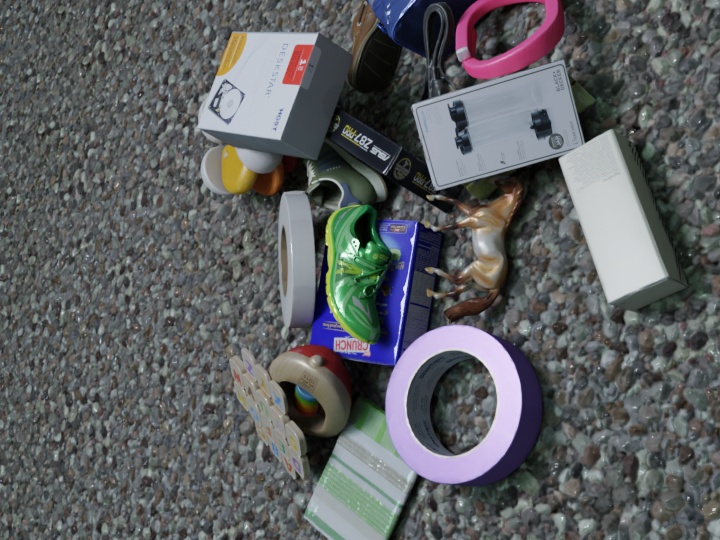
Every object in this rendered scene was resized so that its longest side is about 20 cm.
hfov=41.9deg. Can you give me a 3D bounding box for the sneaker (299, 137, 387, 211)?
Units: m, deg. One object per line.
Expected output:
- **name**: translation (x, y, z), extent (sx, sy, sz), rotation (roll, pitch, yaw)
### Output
- **sneaker**: translation (-0.054, -0.141, 1.431), extent (0.200, 0.090, 0.068), rotation (35, 148, 40)

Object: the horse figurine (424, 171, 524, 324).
- **horse figurine**: translation (0.151, -0.028, 1.245), extent (0.131, 0.050, 0.202), rotation (0, 85, 10)

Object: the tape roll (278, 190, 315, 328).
- **tape roll**: translation (-0.097, -0.015, 1.406), extent (0.203, 0.037, 0.205), rotation (178, 90, -80)

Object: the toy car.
- **toy car**: translation (-0.166, -0.216, 1.519), extent (0.174, 0.149, 0.202), rotation (-21, 70, 51)

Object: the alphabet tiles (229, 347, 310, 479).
- **alphabet tiles**: translation (-0.137, 0.216, 1.398), extent (0.200, 0.015, 0.197), rotation (42, 148, 39)

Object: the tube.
- **tube**: translation (0.214, -0.178, 1.247), extent (0.200, 0.058, 0.052), rotation (-47, 47, 24)

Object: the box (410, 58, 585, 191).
- **box**: translation (0.175, -0.186, 1.197), extent (0.198, 0.060, 0.118), rotation (-16, 102, 14)

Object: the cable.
- **cable**: translation (0.114, -0.269, 1.318), extent (0.097, 0.050, 0.202), rotation (6, 106, 53)

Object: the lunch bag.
- **lunch bag**: translation (0.099, -0.410, 1.343), extent (0.200, 0.135, 0.133), rotation (-44, 55, 26)

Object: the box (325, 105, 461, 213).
- **box**: translation (0.028, -0.166, 1.330), extent (0.200, 0.161, 0.049), rotation (38, 99, 39)

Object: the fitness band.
- **fitness band**: translation (0.196, -0.322, 1.237), extent (0.142, 0.038, 0.201), rotation (-18, 36, 21)

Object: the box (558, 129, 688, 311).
- **box**: translation (0.312, -0.060, 1.122), extent (0.082, 0.068, 0.202), rotation (-27, 64, 33)

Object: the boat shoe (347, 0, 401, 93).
- **boat shoe**: translation (0.023, -0.367, 1.449), extent (0.068, 0.072, 0.202), rotation (17, 82, 46)

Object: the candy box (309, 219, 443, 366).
- **candy box**: translation (0.020, 0.032, 1.347), extent (0.168, 0.077, 0.202), rotation (5, 82, 40)

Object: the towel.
- **towel**: translation (0.011, 0.301, 1.330), extent (0.149, 0.031, 0.201), rotation (30, 97, 39)

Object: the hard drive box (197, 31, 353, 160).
- **hard drive box**: translation (-0.123, -0.250, 1.327), extent (0.199, 0.077, 0.157), rotation (14, 83, 45)

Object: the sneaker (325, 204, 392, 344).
- **sneaker**: translation (0.000, 0.000, 1.273), extent (0.083, 0.074, 0.202), rotation (-23, 65, 37)

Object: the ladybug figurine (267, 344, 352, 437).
- **ladybug figurine**: translation (-0.066, 0.167, 1.347), extent (0.135, 0.072, 0.200), rotation (34, 148, 8)

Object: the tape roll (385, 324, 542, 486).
- **tape roll**: translation (0.131, 0.175, 1.214), extent (0.199, 0.065, 0.202), rotation (-10, 72, 33)
